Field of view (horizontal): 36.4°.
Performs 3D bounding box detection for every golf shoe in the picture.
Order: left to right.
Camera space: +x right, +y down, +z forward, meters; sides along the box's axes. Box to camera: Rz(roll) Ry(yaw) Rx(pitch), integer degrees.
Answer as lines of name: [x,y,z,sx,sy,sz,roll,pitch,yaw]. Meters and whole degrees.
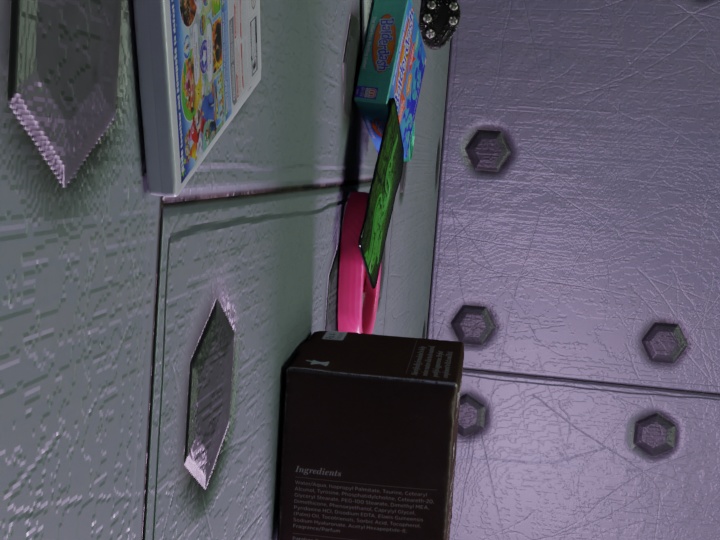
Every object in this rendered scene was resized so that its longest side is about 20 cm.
golf shoe: [0.159,-0.517,2.166,0.088,0.077,0.200,97,1,-72]

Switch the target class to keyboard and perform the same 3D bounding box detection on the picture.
keyboard: [0.010,-0.296,1.359,0.056,0.011,0.200,-76,168,-52]

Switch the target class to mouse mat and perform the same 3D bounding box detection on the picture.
mouse mat: [0.029,-0.092,1.354,0.161,0.008,0.200,72,30,-68]

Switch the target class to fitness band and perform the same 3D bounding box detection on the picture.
fitness band: [0.000,0.000,1.386,0.144,0.037,0.200,-66,158,-69]

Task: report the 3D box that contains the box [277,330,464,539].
box: [0.014,0.179,1.096,0.166,0.164,0.200,-52,147,-77]

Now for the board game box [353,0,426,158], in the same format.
board game box: [0.042,-0.250,1.419,0.200,0.045,0.152,52,48,-74]

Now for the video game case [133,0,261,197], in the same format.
video game case: [-0.089,-0.148,0.633,0.200,0.018,0.143,-73,167,-61]

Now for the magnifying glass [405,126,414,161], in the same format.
magnifying glass: [0.082,-0.247,1.940,0.200,0.022,0.080,51,45,-79]
